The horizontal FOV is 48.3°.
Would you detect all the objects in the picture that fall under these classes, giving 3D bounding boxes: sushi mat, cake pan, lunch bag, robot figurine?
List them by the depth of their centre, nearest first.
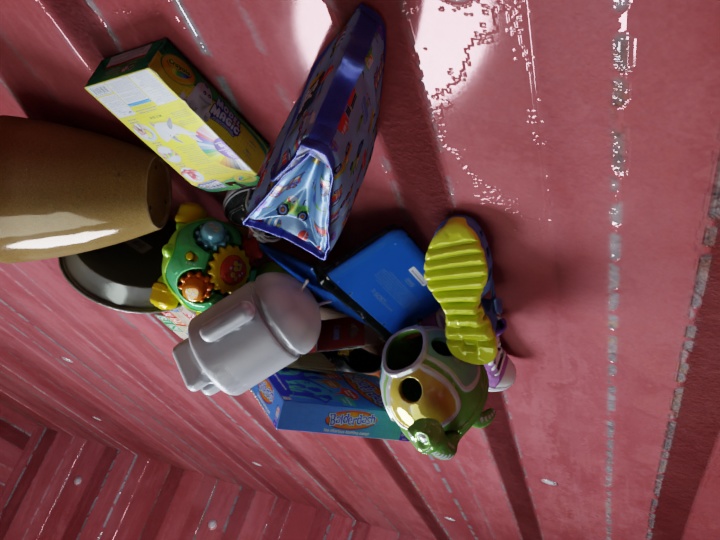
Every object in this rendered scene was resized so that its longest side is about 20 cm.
[{"bbox_3d":[-0.025,-0.124,0.716,0.094,0.151,0.200,23,155,-5],"label":"lunch bag"},{"bbox_3d":[-0.132,0.077,0.998,0.200,0.113,0.170,-33,161,8],"label":"robot figurine"},{"bbox_3d":[-0.314,-0.020,1.121,0.200,0.200,0.037,22,124,-2],"label":"cake pan"},{"bbox_3d":[-0.141,0.123,1.182,0.200,0.012,0.096,10,-173,-20],"label":"sushi mat"}]

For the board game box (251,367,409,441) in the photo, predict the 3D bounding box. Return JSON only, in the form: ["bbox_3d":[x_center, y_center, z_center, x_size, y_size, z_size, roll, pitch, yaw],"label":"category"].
[{"bbox_3d":[-0.041,0.184,1.139,0.200,0.045,0.152,11,-170,-24],"label":"board game box"}]

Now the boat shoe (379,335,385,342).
[{"bbox_3d":[0.100,0.125,1.206,0.200,0.076,0.072,33,152,-26],"label":"boat shoe"}]

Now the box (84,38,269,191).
[{"bbox_3d":[-0.191,-0.160,0.893,0.117,0.048,0.200,-2,144,38],"label":"box"}]

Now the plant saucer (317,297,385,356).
[{"bbox_3d":[-0.037,0.090,1.289,0.200,0.035,0.200,17,154,9],"label":"plant saucer"}]

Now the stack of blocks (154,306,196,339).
[{"bbox_3d":[-0.300,0.067,1.410,0.115,0.059,0.200,5,150,31],"label":"stack of blocks"}]

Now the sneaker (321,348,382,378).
[{"bbox_3d":[-0.035,0.146,1.300,0.200,0.070,0.090,12,136,21],"label":"sneaker"}]

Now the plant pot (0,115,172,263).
[{"bbox_3d":[-0.347,-0.098,1.009,0.200,0.187,0.186,2,152,6],"label":"plant pot"}]

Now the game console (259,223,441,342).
[{"bbox_3d":[0.000,0.000,1.042,0.171,0.118,0.200,-34,144,9],"label":"game console"}]

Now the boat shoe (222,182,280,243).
[{"bbox_3d":[-0.111,-0.070,0.985,0.199,0.068,0.074,-5,145,43],"label":"boat shoe"}]

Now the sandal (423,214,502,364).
[{"bbox_3d":[0.129,0.015,0.964,0.079,0.087,0.200,6,130,23],"label":"sandal"}]

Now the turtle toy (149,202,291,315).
[{"bbox_3d":[-0.176,0.001,1.069,0.101,0.146,0.200,10,171,45],"label":"turtle toy"}]

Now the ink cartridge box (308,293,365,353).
[{"bbox_3d":[-0.096,0.074,1.137,0.200,0.109,0.050,-5,110,1],"label":"ink cartridge box"}]

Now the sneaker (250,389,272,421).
[{"bbox_3d":[-0.126,0.160,1.271,0.108,0.200,0.070,2,135,-51],"label":"sneaker"}]

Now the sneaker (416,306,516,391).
[{"bbox_3d":[0.176,0.108,1.126,0.200,0.073,0.114,36,148,-29],"label":"sneaker"}]

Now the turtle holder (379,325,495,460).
[{"bbox_3d":[0.082,0.157,1.033,0.141,0.186,0.132,-5,135,42],"label":"turtle holder"}]
